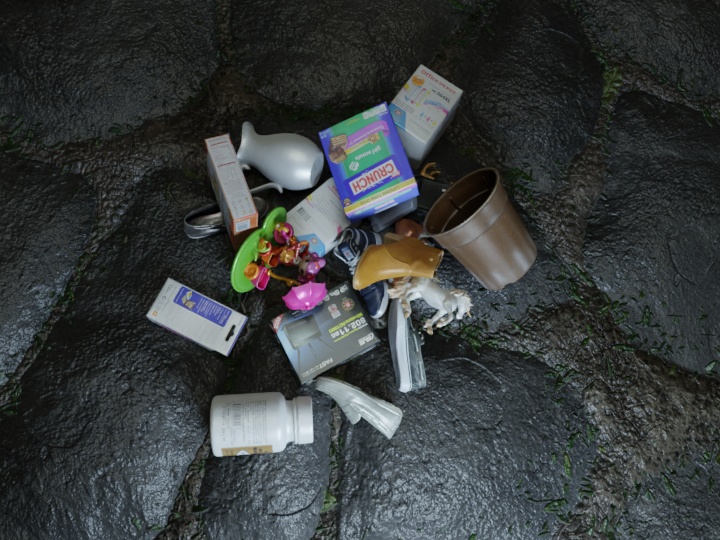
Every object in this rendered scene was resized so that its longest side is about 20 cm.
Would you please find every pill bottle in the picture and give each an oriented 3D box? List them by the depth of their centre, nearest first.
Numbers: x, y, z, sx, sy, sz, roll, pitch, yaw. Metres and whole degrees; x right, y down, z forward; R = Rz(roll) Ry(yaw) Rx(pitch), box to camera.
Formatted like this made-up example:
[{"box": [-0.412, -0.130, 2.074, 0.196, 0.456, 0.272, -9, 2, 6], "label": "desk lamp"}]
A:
[{"box": [-0.192, 0.301, 1.239, 0.194, 0.115, 0.117, -2, 71, -7], "label": "pill bottle"}]

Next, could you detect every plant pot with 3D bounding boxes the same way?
[{"box": [0.270, -0.079, 1.361, 0.199, 0.199, 0.201, 47, 70, -21], "label": "plant pot"}]

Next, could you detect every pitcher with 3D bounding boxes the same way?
[{"box": [-0.195, -0.234, 1.431, 0.196, 0.121, 0.175, 17, 83, 12], "label": "pitcher"}]

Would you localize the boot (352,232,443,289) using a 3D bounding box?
[{"box": [0.083, -0.009, 1.295, 0.141, 0.072, 0.201, 19, 40, 22], "label": "boot"}]

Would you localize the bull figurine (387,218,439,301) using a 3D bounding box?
[{"box": [0.116, -0.019, 1.409, 0.118, 0.065, 0.205, 9, 76, -10], "label": "bull figurine"}]

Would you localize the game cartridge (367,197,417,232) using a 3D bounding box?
[{"box": [0.053, -0.207, 1.446, 0.132, 0.041, 0.204, -29, 71, 27], "label": "game cartridge"}]

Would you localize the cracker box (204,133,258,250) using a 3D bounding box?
[{"box": [-0.274, -0.165, 1.330, 0.056, 0.135, 0.204, -16, 70, -17], "label": "cracker box"}]

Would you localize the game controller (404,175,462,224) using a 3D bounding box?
[{"box": [0.195, -0.148, 1.454, 0.195, 0.042, 0.107, 15, 90, -7], "label": "game controller"}]

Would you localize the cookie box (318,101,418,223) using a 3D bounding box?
[{"box": [0.018, -0.234, 1.367, 0.168, 0.075, 0.204, -22, 75, 8], "label": "cookie box"}]

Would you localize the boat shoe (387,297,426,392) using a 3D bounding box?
[{"box": [0.103, 0.157, 1.351, 0.069, 0.072, 0.206, -3, 82, -15], "label": "boat shoe"}]

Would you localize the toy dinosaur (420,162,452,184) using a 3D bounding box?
[{"box": [0.154, -0.194, 1.475, 0.195, 0.061, 0.109, 10, 72, -2], "label": "toy dinosaur"}]

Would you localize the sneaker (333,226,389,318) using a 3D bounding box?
[{"box": [0.000, 0.000, 1.362, 0.107, 0.069, 0.205, 18, 57, -41], "label": "sneaker"}]

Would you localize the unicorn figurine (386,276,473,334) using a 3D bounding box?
[{"box": [0.162, 0.067, 1.332, 0.200, 0.074, 0.138, 43, 53, -7], "label": "unicorn figurine"}]

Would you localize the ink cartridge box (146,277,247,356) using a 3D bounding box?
[{"box": [-0.346, 0.101, 1.335, 0.196, 0.037, 0.096, 25, 69, 6], "label": "ink cartridge box"}]

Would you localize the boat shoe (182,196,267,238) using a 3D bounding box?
[{"box": [-0.302, -0.124, 1.405, 0.196, 0.057, 0.068, -20, 74, -12], "label": "boat shoe"}]

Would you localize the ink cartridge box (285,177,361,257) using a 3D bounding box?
[{"box": [-0.073, -0.124, 1.423, 0.199, 0.068, 0.115, -40, 79, -16], "label": "ink cartridge box"}]

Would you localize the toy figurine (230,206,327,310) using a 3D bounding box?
[{"box": [-0.142, -0.005, 1.302, 0.182, 0.150, 0.203, 28, 86, 20], "label": "toy figurine"}]

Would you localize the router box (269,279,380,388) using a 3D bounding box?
[{"box": [-0.076, 0.135, 1.336, 0.197, 0.062, 0.152, -27, 77, -14], "label": "router box"}]

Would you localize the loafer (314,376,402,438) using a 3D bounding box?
[{"box": [-0.008, 0.278, 1.283, 0.197, 0.070, 0.071, 27, 77, -5], "label": "loafer"}]

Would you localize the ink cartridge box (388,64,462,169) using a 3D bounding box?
[{"box": [0.146, -0.376, 1.502, 0.127, 0.126, 0.202, 33, 71, 6], "label": "ink cartridge box"}]
